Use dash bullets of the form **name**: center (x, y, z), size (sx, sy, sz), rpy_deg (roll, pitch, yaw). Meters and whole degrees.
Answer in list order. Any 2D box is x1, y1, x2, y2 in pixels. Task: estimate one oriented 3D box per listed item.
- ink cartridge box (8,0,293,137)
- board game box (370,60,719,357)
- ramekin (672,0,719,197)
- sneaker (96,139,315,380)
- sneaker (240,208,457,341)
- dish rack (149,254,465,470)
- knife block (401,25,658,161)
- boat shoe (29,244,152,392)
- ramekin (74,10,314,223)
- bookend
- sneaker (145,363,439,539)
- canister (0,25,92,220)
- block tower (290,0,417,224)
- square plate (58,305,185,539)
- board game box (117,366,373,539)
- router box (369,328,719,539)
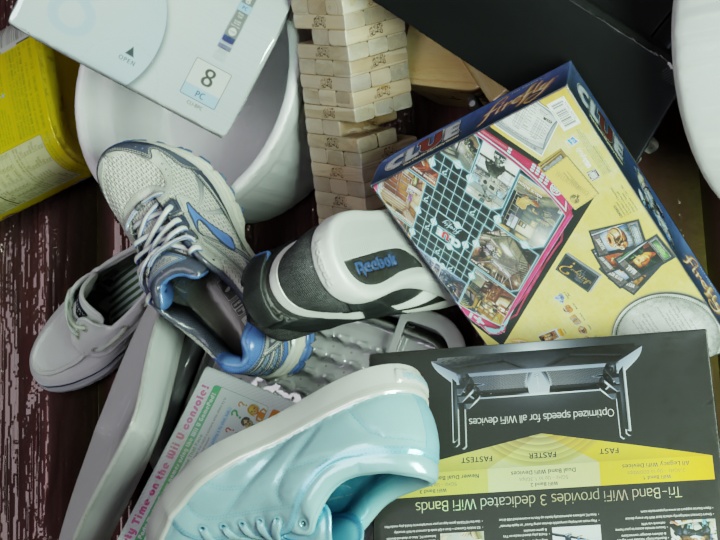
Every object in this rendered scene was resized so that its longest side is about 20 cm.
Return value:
- **ink cartridge box**: center (-0.113, -0.212, 0.971), size (0.160, 0.047, 0.200), rpy_deg (28, 100, -6)
- **board game box**: center (0.117, -0.010, 0.888), size (0.135, 0.200, 0.035), rpy_deg (-25, 24, 26)
- **ramekin**: center (0.250, -0.117, 0.800), size (0.098, 0.200, 0.201), rpy_deg (-2, 80, 39)
- **sneaker**: center (-0.112, -0.011, 0.974), size (0.200, 0.085, 0.077), rpy_deg (48, 112, 14)
- **sneaker**: center (0.000, 0.000, 0.943), size (0.112, 0.200, 0.073), rpy_deg (-21, 78, 34)
- **dish rack**: center (-0.034, 0.092, 1.012), size (0.200, 0.044, 0.172), rpy_deg (18, 84, 22)
- **knife block**: center (0.119, -0.154, 0.971), size (0.175, 0.064, 0.201), rpy_deg (10, 87, 32)
- **boat shoe**: center (-0.195, 0.024, 1.134), size (0.200, 0.067, 0.074), rpy_deg (-39, 64, 21)
- **ramekin**: center (-0.103, -0.128, 1.085), size (0.200, 0.098, 0.201), rpy_deg (-5, 79, 31)
- **bookend**: center (0.142, -0.199, 0.905), size (0.200, 0.092, 0.199), rpy_deg (36, 58, 10)
- **sneaker**: center (-0.041, 0.132, 0.827), size (0.200, 0.074, 0.082), rpy_deg (-37, 48, 24)
- **canister**: center (-0.307, -0.111, 1.217), size (0.200, 0.086, 0.149), rpy_deg (-22, 71, 26)
- **block tower**: center (0.000, -0.096, 0.989), size (0.058, 0.054, 0.201), rpy_deg (13, 116, 48)
- **square plate**: center (-0.165, 0.112, 1.035), size (0.198, 0.028, 0.200), rpy_deg (-84, 19, -55)
- **board game box**: center (-0.037, 0.167, 0.919), size (0.200, 0.064, 0.148), rpy_deg (22, 72, 16)
- **router box**: center (0.107, 0.121, 0.850), size (0.199, 0.052, 0.158), rpy_deg (-4, 67, 9)
